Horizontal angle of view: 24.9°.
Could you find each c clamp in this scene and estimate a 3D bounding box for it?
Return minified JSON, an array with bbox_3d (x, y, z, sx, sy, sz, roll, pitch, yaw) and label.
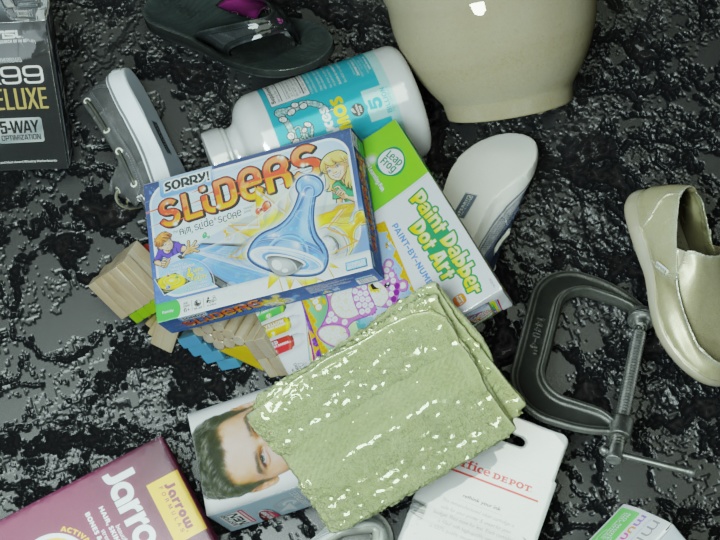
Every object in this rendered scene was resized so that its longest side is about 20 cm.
[{"bbox_3d":[0.222,0.089,1.476,0.171,0.027,0.200,11,54,1],"label":"c clamp"}]

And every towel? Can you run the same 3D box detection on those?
[{"bbox_3d":[0.022,0.116,1.348,0.200,0.036,0.148,-34,100,5],"label":"towel"}]

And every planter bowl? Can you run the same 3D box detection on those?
[{"bbox_3d":[0.128,-0.212,1.506,0.200,0.200,0.135,-11,102,-4],"label":"planter bowl"}]

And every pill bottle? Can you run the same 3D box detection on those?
[{"bbox_3d":[-0.043,-0.127,1.510,0.200,0.111,0.111,-20,77,-5],"label":"pill bottle"}]

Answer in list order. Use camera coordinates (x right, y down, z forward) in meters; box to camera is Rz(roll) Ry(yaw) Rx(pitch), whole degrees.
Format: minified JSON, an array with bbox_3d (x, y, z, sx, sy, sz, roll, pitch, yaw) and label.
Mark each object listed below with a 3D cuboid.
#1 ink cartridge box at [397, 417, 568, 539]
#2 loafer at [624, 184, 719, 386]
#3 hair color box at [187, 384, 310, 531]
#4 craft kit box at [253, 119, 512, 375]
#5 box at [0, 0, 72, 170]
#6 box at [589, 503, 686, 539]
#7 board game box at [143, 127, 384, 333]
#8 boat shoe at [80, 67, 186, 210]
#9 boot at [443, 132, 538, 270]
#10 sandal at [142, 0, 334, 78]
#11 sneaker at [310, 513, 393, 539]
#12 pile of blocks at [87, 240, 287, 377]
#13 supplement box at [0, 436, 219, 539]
[{"bbox_3d":[0.099,0.226,1.445,0.116,0.067,0.200,21,77,5],"label":"ink cartridge box"},{"bbox_3d":[0.303,0.008,1.490,0.076,0.068,0.200,-7,71,-42],"label":"loafer"},{"bbox_3d":[-0.043,0.149,1.434,0.200,0.061,0.099,-19,64,10],"label":"hair color box"},{"bbox_3d":[0.000,0.000,1.420,0.197,0.049,0.200,-32,62,3],"label":"craft kit box"},{"bbox_3d":[-0.373,-0.167,1.496,0.200,0.158,0.050,-2,37,-2],"label":"box"},{"bbox_3d":[0.228,0.333,1.373,0.200,0.097,0.176,-45,104,-10],"label":"box"},{"bbox_3d":[-0.087,-0.034,1.419,0.200,0.034,0.136,-15,68,14],"label":"board game box"},{"bbox_3d":[-0.207,-0.093,1.525,0.066,0.070,0.200,-28,80,10],"label":"boat shoe"},{"bbox_3d":[0.108,-0.040,1.517,0.073,0.090,0.200,18,48,26],"label":"boot"},{"bbox_3d":[-0.121,-0.232,1.538,0.200,0.048,0.075,17,59,20],"label":"sandal"},{"bbox_3d":[-0.056,0.277,1.420,0.200,0.087,0.075,-42,82,-9],"label":"sneaker"},{"bbox_3d":[-0.147,0.036,1.500,0.200,0.082,0.062,29,45,-1],"label":"pile of blocks"},{"bbox_3d":[-0.228,0.252,1.416,0.200,0.103,0.131,-28,76,-8],"label":"supplement box"}]
